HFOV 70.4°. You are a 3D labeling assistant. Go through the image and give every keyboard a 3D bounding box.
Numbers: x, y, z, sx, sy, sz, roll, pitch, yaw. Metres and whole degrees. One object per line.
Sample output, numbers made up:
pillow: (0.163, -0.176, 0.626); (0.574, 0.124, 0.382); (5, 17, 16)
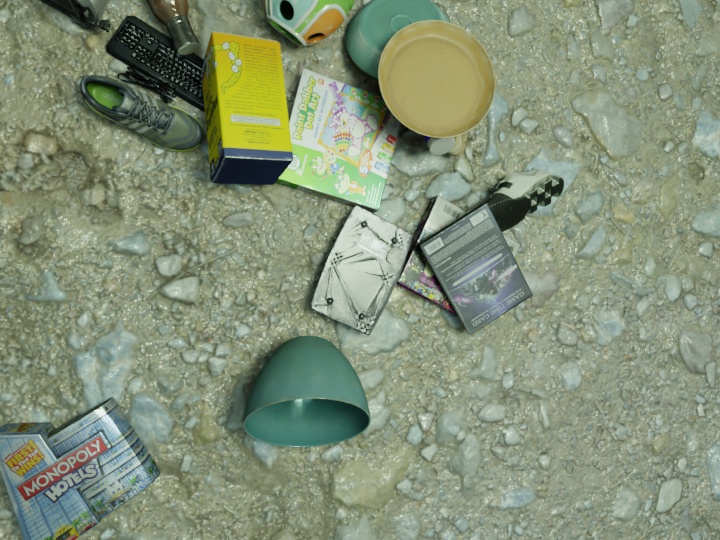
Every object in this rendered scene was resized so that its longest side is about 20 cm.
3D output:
keyboard: (-0.315, -0.330, 0.840); (0.199, 0.040, 0.105); (29, 82, -12)

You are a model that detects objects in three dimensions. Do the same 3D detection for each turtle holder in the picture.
turtle holder: (-0.107, -0.466, 0.847); (0.185, 0.141, 0.132); (31, 99, -22)

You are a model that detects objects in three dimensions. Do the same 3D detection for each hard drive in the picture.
hard drive: (0.000, 0.000, 0.920); (0.134, 0.042, 0.202); (25, 83, -13)

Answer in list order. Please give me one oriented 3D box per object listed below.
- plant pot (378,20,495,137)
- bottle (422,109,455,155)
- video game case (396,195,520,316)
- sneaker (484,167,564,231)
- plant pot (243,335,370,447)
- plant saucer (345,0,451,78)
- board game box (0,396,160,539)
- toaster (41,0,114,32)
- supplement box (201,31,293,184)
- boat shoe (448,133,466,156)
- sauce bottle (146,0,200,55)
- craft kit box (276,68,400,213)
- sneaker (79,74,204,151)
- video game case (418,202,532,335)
plant pot: (0.125, -0.313, 0.845); (0.197, 0.027, 0.203); (1, 83, -8)
bottle: (0.119, -0.301, 0.907); (0.083, 0.065, 0.202); (-12, 68, 1)
video game case: (0.186, -0.015, 0.973); (0.199, 0.036, 0.183); (27, 83, -13)
sneaker: (0.286, -0.140, 0.983); (0.198, 0.089, 0.075); (-25, 135, -17)
plant pot: (-0.086, 0.189, 0.836); (0.198, 0.201, 0.136); (7, 51, -15)
plant saucer: (0.071, -0.425, 0.903); (0.197, 0.036, 0.202); (-1, 68, 1)
board game box: (-0.453, 0.298, 0.785); (0.199, 0.062, 0.201); (-32, 98, -13)
toaster: (-0.447, -0.469, 0.767); (0.198, 0.114, 0.130); (25, 81, -12)
supplement box: (-0.184, -0.251, 0.812); (0.108, 0.109, 0.202); (-3, 79, -27)
boat shoe: (0.169, -0.315, 0.963); (0.064, 0.071, 0.203); (15, 76, -49)
sauce bottle: (-0.320, -0.454, 0.828); (0.064, 0.065, 0.202); (-24, 97, -14)
craft kit box: (-0.037, -0.228, 0.913); (0.195, 0.048, 0.202); (14, 86, -12)
sneaker: (-0.347, -0.246, 0.804); (0.198, 0.081, 0.075); (20, 95, -12)
video game case: (0.213, 0.000, 0.934); (0.142, 0.019, 0.201); (-31, 106, -1)
